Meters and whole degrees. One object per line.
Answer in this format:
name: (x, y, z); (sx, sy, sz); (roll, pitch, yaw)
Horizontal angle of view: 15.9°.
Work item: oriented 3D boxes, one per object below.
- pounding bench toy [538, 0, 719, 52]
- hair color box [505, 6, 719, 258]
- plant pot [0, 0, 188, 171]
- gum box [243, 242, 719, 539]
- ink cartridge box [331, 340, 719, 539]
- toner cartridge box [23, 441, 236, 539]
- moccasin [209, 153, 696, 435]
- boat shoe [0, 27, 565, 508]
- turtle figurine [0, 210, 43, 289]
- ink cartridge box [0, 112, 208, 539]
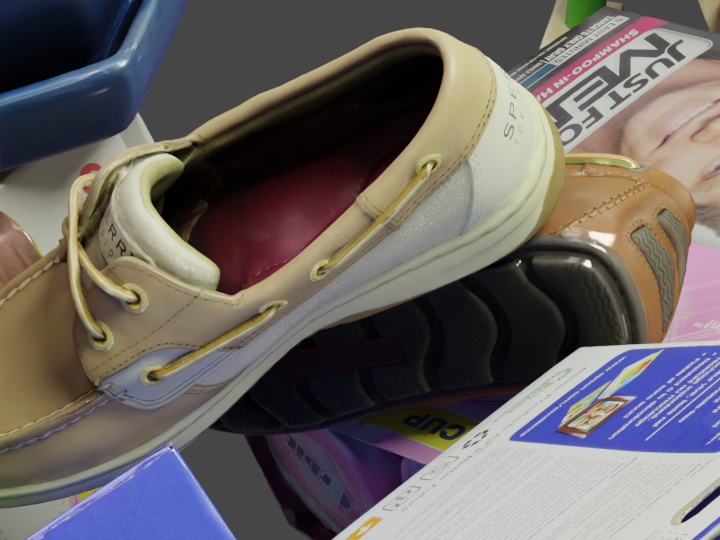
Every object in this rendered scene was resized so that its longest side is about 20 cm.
pounding bench toy: (0.137, -0.156, 0.965); (0.200, 0.156, 0.124); (-17, 29, 16)
hair color box: (0.116, -0.026, 0.863); (0.100, 0.061, 0.200); (-37, 30, -19)
plant pot: (-0.159, -0.134, 0.874); (0.200, 0.180, 0.200); (-16, 27, 17)
gum box: (0.064, 0.046, 0.772); (0.113, 0.066, 0.200); (-38, 30, -24)
ink cartridge box: (0.060, 0.053, 0.581); (0.095, 0.037, 0.200); (-37, 6, -16)
toner cartridge box: (-0.040, 0.097, 0.648); (0.043, 0.095, 0.200); (-32, -3, -8)
moccasin: (-0.001, -0.001, 0.753); (0.201, 0.074, 0.078); (-12, 25, 30)
boat shoe: (-0.046, -0.005, 0.687); (0.200, 0.066, 0.074); (-31, 54, 9)
turtle figurine: (-0.187, 0.015, 0.778); (0.161, 0.200, 0.064); (-41, -13, -14)
ink cartridge box: (-0.150, 0.026, 0.919); (0.200, 0.129, 0.125); (-38, 30, -25)
